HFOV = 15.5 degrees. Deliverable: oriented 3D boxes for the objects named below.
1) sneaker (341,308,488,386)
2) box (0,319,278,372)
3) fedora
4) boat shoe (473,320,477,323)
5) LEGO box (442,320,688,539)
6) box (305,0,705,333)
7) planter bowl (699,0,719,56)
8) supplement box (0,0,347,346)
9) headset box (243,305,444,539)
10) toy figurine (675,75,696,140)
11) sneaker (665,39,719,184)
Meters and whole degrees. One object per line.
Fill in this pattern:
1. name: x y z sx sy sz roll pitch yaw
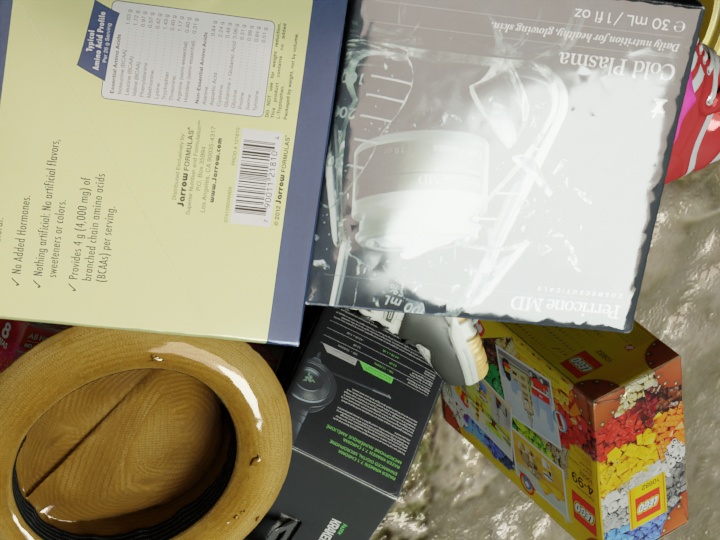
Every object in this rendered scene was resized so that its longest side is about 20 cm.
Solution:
1. sneaker: 0.000 0.000 1.604 0.087 0.076 0.200 -35 108 1
2. box: -0.166 0.066 1.669 0.199 0.095 0.100 11 110 -40
3. fedora: -0.141 0.095 1.565 0.199 0.082 0.202 -4 118 -7
4. boat shoe: 0.046 0.014 1.773 0.075 0.060 0.200 34 121 -3
5. LEGO box: 0.137 0.084 1.832 0.077 0.200 0.150 -25 129 -22
6. box: 0.066 -0.085 1.480 0.199 0.124 0.198 5 113 -14
7. planter bowl: 0.181 -0.168 1.781 0.199 0.083 0.201 -18 127 -26
8. supplement box: -0.131 -0.074 1.423 0.199 0.134 0.201 6 97 -18
9. headset box: -0.018 0.104 1.692 0.174 0.092 0.201 -59 -174 52
10. toy figurine: 0.124 -0.105 1.638 0.150 0.200 0.184 -29 162 -47
11. sneaker: 0.210 -0.142 1.711 0.112 0.071 0.201 -19 135 -21
